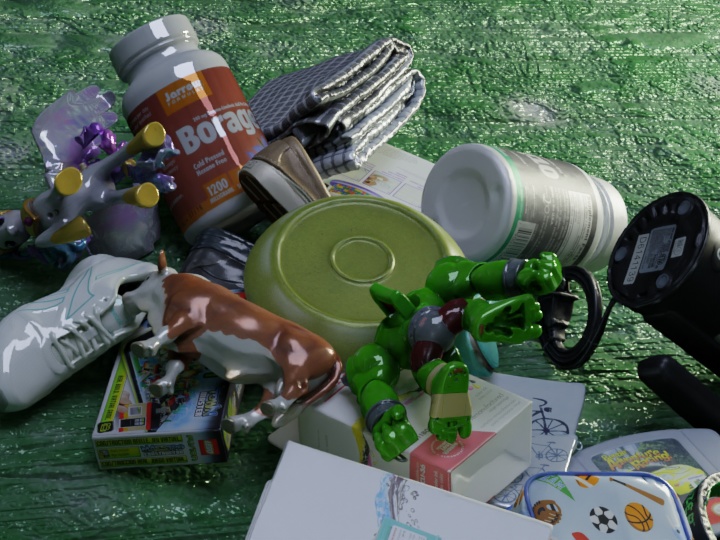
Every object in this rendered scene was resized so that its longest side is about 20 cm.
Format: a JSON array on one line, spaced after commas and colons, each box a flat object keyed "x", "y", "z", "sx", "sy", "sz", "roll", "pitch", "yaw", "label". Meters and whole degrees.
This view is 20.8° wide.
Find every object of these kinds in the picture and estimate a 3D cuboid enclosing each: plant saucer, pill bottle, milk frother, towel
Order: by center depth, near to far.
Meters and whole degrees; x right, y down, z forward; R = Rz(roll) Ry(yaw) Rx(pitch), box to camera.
[{"x": 0.000, "y": 0.000, "z": 1.665, "sx": 0.198, "sy": 0.031, "sz": 0.201, "roll": 2, "pitch": 46, "yaw": -3, "label": "plant saucer"}, {"x": 0.289, "y": 0.047, "z": 1.805, "sx": 0.188, "sy": 0.182, "sz": 0.199, "roll": 36, "pitch": -10, "yaw": -29, "label": "milk frother"}, {"x": -0.156, "y": -0.133, "z": 1.847, "sx": 0.112, "sy": 0.112, "sz": 0.201, "roll": -21, "pitch": 80, "yaw": -40, "label": "pill bottle"}, {"x": 0.160, "y": -0.053, "z": 1.871, "sx": 0.199, "sy": 0.114, "sz": 0.113, "roll": 8, "pitch": 27, "yaw": -48, "label": "pill bottle"}, {"x": -0.046, "y": -0.154, "z": 1.950, "sx": 0.164, "sy": 0.086, "sz": 0.200, "roll": -14, "pitch": 19, "yaw": 34, "label": "towel"}]

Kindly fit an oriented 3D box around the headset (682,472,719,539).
[{"x": 0.349, "y": 0.233, "z": 1.564, "sx": 0.199, "sy": 0.094, "sz": 0.124, "roll": 38, "pitch": 35, "yaw": -5, "label": "headset"}]

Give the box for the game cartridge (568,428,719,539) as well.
[{"x": 0.253, "y": 0.193, "z": 1.658, "sx": 0.198, "sy": 0.041, "sz": 0.133, "roll": -10, "pitch": 36, "yaw": -30, "label": "game cartridge"}]

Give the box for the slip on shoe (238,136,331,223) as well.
[{"x": -0.027, "y": -0.031, "z": 1.777, "sx": 0.061, "sy": 0.076, "sz": 0.200, "roll": -42, "pitch": 94, "yaw": -21, "label": "slip on shoe"}]

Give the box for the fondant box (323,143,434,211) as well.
[{"x": 0.019, "y": -0.045, "z": 1.901, "sx": 0.143, "sy": 0.059, "sz": 0.200, "roll": 24, "pitch": 35, "yaw": 16, "label": "fondant box"}]

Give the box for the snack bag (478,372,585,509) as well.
[{"x": 0.094, "y": 0.136, "z": 1.666, "sx": 0.187, "sy": 0.022, "sz": 0.200, "roll": 7, "pitch": 32, "yaw": 14, "label": "snack bag"}]

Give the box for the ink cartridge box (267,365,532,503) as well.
[{"x": 0.028, "y": 0.124, "z": 1.604, "sx": 0.199, "sy": 0.068, "sz": 0.116, "roll": 21, "pitch": 39, "yaw": 34, "label": "ink cartridge box"}]

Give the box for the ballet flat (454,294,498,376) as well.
[{"x": 0.092, "y": 0.054, "z": 1.759, "sx": 0.070, "sy": 0.068, "sz": 0.200, "roll": -17, "pitch": 12, "yaw": 15, "label": "ballet flat"}]

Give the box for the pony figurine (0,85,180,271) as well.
[{"x": -0.245, "y": -0.072, "z": 1.749, "sx": 0.192, "sy": 0.168, "sz": 0.199, "roll": -33, "pitch": 10, "yaw": -37, "label": "pony figurine"}]

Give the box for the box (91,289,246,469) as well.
[{"x": -0.152, "y": 0.088, "z": 1.646, "sx": 0.109, "sy": 0.035, "sz": 0.201, "roll": -5, "pitch": 33, "yaw": 8, "label": "box"}]

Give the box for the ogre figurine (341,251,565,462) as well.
[{"x": 0.063, "y": 0.053, "z": 1.548, "sx": 0.098, "sy": 0.201, "sz": 0.120, "roll": 27, "pitch": 1, "yaw": -36, "label": "ogre figurine"}]

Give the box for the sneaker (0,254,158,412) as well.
[{"x": -0.237, "y": 0.046, "z": 1.641, "sx": 0.080, "sy": 0.071, "sz": 0.200, "roll": -3, "pitch": 32, "yaw": 37, "label": "sneaker"}]

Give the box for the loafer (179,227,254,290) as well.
[{"x": -0.073, "y": 0.035, "z": 1.760, "sx": 0.198, "sy": 0.073, "sz": 0.073, "roll": 22, "pitch": 58, "yaw": 15, "label": "loafer"}]

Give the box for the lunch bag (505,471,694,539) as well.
[{"x": 0.196, "y": 0.249, "z": 1.492, "sx": 0.159, "sy": 0.076, "sz": 0.201, "roll": 5, "pitch": 51, "yaw": -23, "label": "lunch bag"}]

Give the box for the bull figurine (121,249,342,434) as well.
[{"x": -0.115, "y": 0.059, "z": 1.578, "sx": 0.198, "sy": 0.066, "sz": 0.122, "roll": 20, "pitch": 42, "yaw": 14, "label": "bull figurine"}]

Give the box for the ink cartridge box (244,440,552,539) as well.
[{"x": 0.013, "y": 0.241, "z": 1.377, "sx": 0.198, "sy": 0.147, "sz": 0.147, "roll": 17, "pitch": 54, "yaw": 8, "label": "ink cartridge box"}]
